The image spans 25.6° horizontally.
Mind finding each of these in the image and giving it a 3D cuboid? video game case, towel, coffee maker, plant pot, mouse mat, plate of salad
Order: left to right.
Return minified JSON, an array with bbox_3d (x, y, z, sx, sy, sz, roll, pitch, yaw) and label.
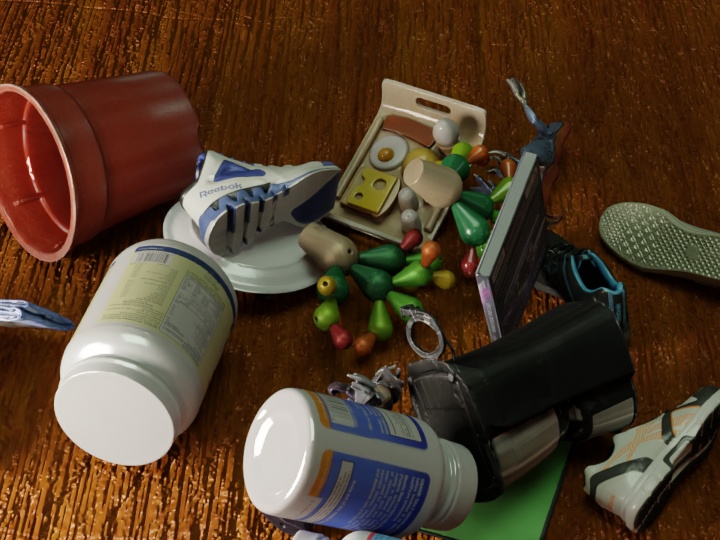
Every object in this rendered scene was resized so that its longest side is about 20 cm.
[{"bbox_3d":[-0.412,0.046,1.636,0.198,0.147,0.024,3,81,10],"label":"towel"},{"bbox_3d":[-0.297,-0.135,1.811,0.194,0.202,0.200,-21,44,-36],"label":"plant pot"},{"bbox_3d":[-0.126,-0.029,1.799,0.198,0.048,0.201,10,35,-7],"label":"plate of salad"},{"bbox_3d":[0.120,0.197,1.566,0.160,0.008,0.201,14,42,14],"label":"mouse mat"},{"bbox_3d":[0.160,-0.013,1.636,0.019,0.200,0.144,17,69,17],"label":"video game case"},{"bbox_3d":[0.158,0.100,1.531,0.199,0.194,0.134,-24,29,-31],"label":"coffee maker"}]

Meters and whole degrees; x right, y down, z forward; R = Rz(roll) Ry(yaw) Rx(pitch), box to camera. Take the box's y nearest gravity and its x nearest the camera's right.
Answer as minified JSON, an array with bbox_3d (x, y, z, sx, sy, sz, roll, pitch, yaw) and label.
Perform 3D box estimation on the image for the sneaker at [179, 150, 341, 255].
[{"bbox_3d":[-0.124,-0.097,1.783,0.198,0.081,0.115,-21,50,-38],"label":"sneaker"}]

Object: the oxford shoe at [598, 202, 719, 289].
[{"bbox_3d":[0.363,-0.025,1.810,0.199,0.076,0.058,19,0,32],"label":"oxford shoe"}]

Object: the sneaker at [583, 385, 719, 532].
[{"bbox_3d":[0.292,0.168,1.556,0.080,0.074,0.200,26,45,30],"label":"sneaker"}]

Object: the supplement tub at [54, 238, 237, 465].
[{"bbox_3d":[-0.214,0.081,1.585,0.144,0.146,0.201,9,40,9],"label":"supplement tub"}]

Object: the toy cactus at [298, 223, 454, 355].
[{"bbox_3d":[0.000,0.000,1.713,0.165,0.103,0.200,36,53,25],"label":"toy cactus"}]

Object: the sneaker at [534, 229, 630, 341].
[{"bbox_3d":[0.238,-0.001,1.751,0.073,0.082,0.200,-20,42,-20],"label":"sneaker"}]

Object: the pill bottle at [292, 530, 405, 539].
[{"bbox_3d":[0.032,0.288,1.373,0.198,0.109,0.109,12,40,12],"label":"pill bottle"}]

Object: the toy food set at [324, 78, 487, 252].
[{"bbox_3d":[0.047,-0.125,1.869,0.143,0.061,0.201,20,66,22],"label":"toy food set"}]

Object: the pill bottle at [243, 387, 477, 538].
[{"bbox_3d":[0.005,0.178,1.421,0.199,0.112,0.112,18,29,-33],"label":"pill bottle"}]

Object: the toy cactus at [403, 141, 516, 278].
[{"bbox_3d":[0.109,-0.077,1.756,0.164,0.102,0.201,26,47,-37],"label":"toy cactus"}]

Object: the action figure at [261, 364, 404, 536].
[{"bbox_3d":[-0.022,0.157,1.525,0.069,0.131,0.200,30,55,17],"label":"action figure"}]

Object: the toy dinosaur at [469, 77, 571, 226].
[{"bbox_3d":[0.213,-0.127,1.918,0.181,0.105,0.200,-21,65,-40],"label":"toy dinosaur"}]
